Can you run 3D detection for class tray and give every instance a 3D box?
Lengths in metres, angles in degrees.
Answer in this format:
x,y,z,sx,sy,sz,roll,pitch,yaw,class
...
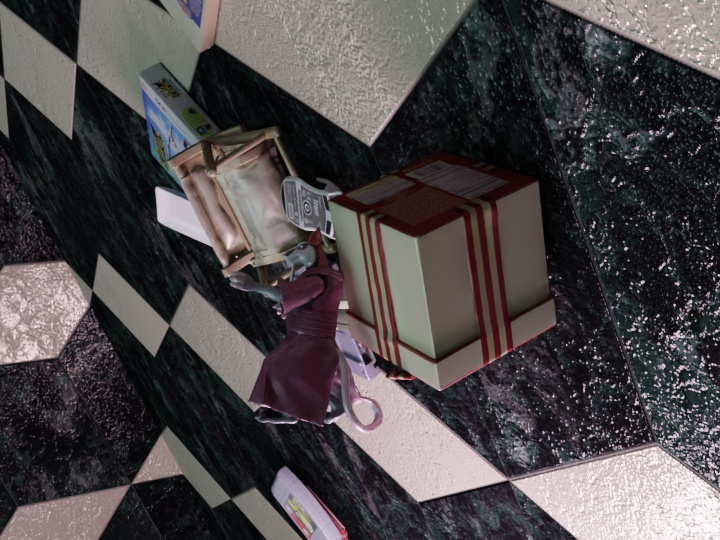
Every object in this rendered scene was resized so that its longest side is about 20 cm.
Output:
x,y,z,sx,sy,sz,roll,pitch,yaw,class
-0.248,-0.078,1.714,0.197,0.022,0.108,24,150,5,tray

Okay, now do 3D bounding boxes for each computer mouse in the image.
x,y,z,sx,sy,sz,roll,pitch,yaw,class
-0.033,-0.082,1.332,0.199,0.043,0.112,25,127,46,computer mouse

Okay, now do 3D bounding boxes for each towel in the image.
x,y,z,sx,sy,sz,roll,pitch,yaw,class
-0.076,0.580,2.302,0.144,0.022,0.202,42,152,30,towel

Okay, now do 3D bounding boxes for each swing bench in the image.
x,y,z,sx,sy,sz,roll,pitch,yaw,class
-0.159,-0.094,1.486,0.199,0.129,0.202,20,138,62,swing bench

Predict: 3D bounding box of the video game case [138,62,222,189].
x,y,z,sx,sy,sz,roll,pitch,yaw,class
-0.288,-0.208,1.691,0.182,0.045,0.201,48,155,23,video game case

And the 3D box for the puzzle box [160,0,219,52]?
x,y,z,sx,sy,sz,roll,pitch,yaw,class
-0.260,-0.411,1.402,0.201,0.025,0.133,53,156,10,puzzle box

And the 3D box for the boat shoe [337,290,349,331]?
x,y,z,sx,sy,sz,roll,pitch,yaw,class
-0.029,0.053,1.431,0.200,0.072,0.061,2,121,55,boat shoe

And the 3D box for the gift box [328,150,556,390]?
x,y,z,sx,sy,sz,roll,pitch,yaw,class
0.083,-0.003,1.068,0.199,0.182,0.190,30,137,56,gift box

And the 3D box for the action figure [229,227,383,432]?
x,y,z,sx,sy,sz,roll,pitch,yaw,class
-0.049,0.058,1.052,0.146,0.134,0.205,11,95,22,action figure

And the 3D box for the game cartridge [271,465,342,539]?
x,y,z,sx,sy,sz,roll,pitch,yaw,class
-0.120,0.527,2.254,0.200,0.041,0.134,48,149,14,game cartridge

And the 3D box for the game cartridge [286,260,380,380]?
x,y,z,sx,sy,sz,roll,pitch,yaw,class
-0.046,0.068,1.583,0.129,0.038,0.203,13,132,53,game cartridge
